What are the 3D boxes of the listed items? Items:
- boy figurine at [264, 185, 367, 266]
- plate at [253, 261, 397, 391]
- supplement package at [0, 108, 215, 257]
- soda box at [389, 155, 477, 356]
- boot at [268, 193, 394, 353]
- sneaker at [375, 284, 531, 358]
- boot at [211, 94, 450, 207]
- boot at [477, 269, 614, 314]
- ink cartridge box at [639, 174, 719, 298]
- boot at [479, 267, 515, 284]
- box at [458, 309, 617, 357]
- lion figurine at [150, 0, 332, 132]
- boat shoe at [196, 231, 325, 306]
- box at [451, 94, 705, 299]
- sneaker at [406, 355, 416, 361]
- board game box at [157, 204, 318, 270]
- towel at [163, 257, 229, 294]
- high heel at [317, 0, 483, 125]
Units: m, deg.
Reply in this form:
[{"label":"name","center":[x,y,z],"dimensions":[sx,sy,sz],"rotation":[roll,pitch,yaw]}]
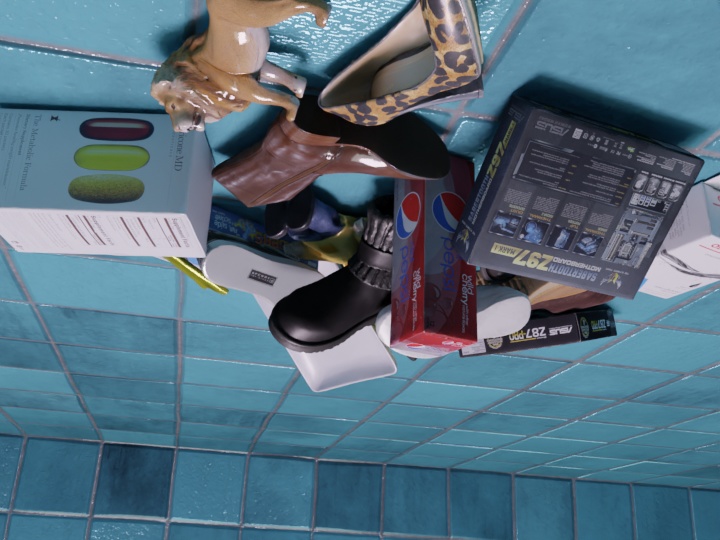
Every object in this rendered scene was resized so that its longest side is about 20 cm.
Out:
[{"label":"boy figurine","center":[-0.035,-0.034,0.962],"dimensions":[0.124,0.064,0.200],"rotation":[-14,151,28]},{"label":"plate","center":[-0.052,0.074,1.136],"dimensions":[0.200,0.200,0.032],"rotation":[-22,-169,47]},{"label":"supplement package","center":[-0.257,-0.086,0.789],"dimensions":[0.200,0.114,0.110],"rotation":[1,159,0]},{"label":"soda box","center":[0.075,-0.018,0.799],"dimensions":[0.063,0.200,0.070],"rotation":[12,157,-25]},{"label":"boot","center":[-0.001,-0.002,0.888],"dimensions":[0.211,0.079,0.158],"rotation":[-22,149,-36]},{"label":"sneaker","center":[0.101,0.051,0.953],"dimensions":[0.200,0.075,0.088],"rotation":[-5,-156,-23]},{"label":"boot","center":[-0.036,-0.103,0.796],"dimensions":[0.186,0.064,0.200],"rotation":[15,158,-26]},{"label":"boot","center":[0.242,0.039,1.070],"dimensions":[0.200,0.072,0.166],"rotation":[-21,152,21]},{"label":"ink cartridge box","center":[0.387,-0.036,0.897],"dimensions":[0.116,0.068,0.200],"rotation":[13,156,-25]},{"label":"boot","center":[0.211,-0.047,0.897],"dimensions":[0.174,0.069,0.200],"rotation":[-14,158,24]},{"label":"box","center":[0.274,0.098,1.220],"dimensions":[0.200,0.049,0.161],"rotation":[-14,173,35]},{"label":"lion figurine","center":[-0.094,-0.182,0.611],"dimensions":[0.122,0.073,0.200],"rotation":[19,141,-8]},{"label":"boat shoe","center":[-0.114,0.001,0.969],"dimensions":[0.200,0.064,0.071],"rotation":[28,103,-36]},{"label":"box","center":[0.207,-0.064,0.753],"dimensions":[0.200,0.051,0.158],"rotation":[11,113,-20]},{"label":"sneaker","center":[0.063,0.072,1.067],"dimensions":[0.076,0.075,0.200],"rotation":[34,173,13]},{"label":"board game box","center":[-0.172,-0.028,1.027],"dimensions":[0.200,0.034,0.135],"rotation":[22,151,-39]},{"label":"towel","center":[-0.248,-0.031,0.926],"dimensions":[0.200,0.018,0.086],"rotation":[38,171,-26]},{"label":"high heel","center":[0.020,-0.167,0.602],"dimensions":[0.142,0.071,0.200],"rotation":[-8,166,9]}]
